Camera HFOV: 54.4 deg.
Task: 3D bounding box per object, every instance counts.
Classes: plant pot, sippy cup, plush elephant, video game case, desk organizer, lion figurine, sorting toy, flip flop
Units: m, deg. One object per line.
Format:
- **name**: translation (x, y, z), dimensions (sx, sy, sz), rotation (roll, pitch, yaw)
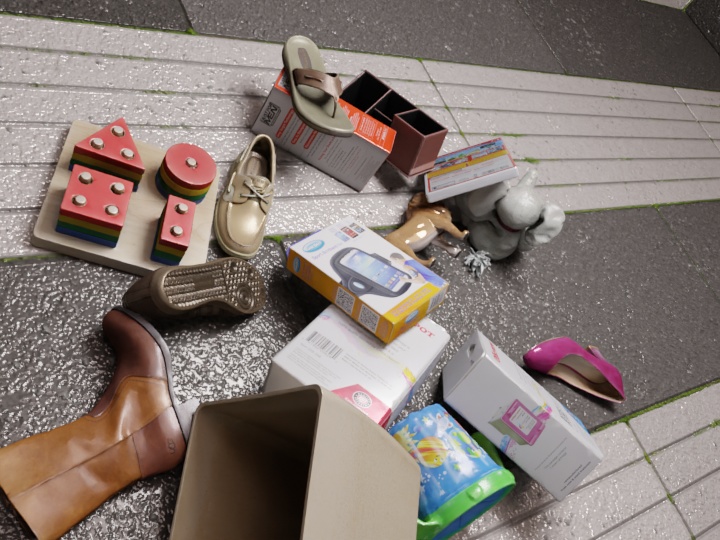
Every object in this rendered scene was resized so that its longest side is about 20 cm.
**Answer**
- **plant pot**: translation (-0.050, 0.238, 0.675), dimensions (0.177, 0.199, 0.201), rotation (26, 60, -38)
- **sippy cup**: translation (0.091, 0.238, 0.835), dimensions (0.131, 0.139, 0.178), rotation (53, 3, 26)
- **plush elephant**: translation (0.246, -0.099, 1.161), dimensions (0.164, 0.155, 0.200), rotation (33, 45, -8)
- **video game case**: translation (0.173, -0.167, 1.142), dimensions (0.200, 0.142, 0.018), rotation (-82, 153, -66)
- **desk organizer**: translation (0.043, -0.245, 1.154), dimensions (0.200, 0.077, 0.072), rotation (42, 42, 23)
- **lion figurine**: translation (0.082, -0.049, 1.075), dimensions (0.122, 0.073, 0.200), rotation (37, 48, 21)
- **sorting toy**: translation (-0.276, -0.100, 0.875), dimensions (0.199, 0.070, 0.200), rotation (17, 50, -22)
- **flip flop**: translation (-0.060, -0.274, 1.015), dimensions (0.081, 0.058, 0.201), rotation (0, 59, -33)

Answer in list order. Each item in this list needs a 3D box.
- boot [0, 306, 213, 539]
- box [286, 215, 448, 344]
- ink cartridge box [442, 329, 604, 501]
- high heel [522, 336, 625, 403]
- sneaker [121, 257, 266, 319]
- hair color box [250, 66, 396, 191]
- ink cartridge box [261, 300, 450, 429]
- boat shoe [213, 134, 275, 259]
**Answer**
- **boot**: translation (-0.279, 0.148, 0.711), dimensions (0.200, 0.068, 0.189), rotation (-27, 82, -35)
- **box**: translation (0.000, 0.000, 0.901), dimensions (0.200, 0.042, 0.119), rotation (37, 44, 23)
- **ink cartridge box**: translation (0.206, 0.185, 0.932), dimensions (0.200, 0.085, 0.145), rotation (42, 9, 0)
- **high heel**: translation (0.335, 0.162, 1.091), dimensions (0.199, 0.067, 0.096), rotation (14, 39, -41)
- **sneaker**: translation (-0.193, 0.023, 0.834), dimensions (0.200, 0.075, 0.071), rotation (8, 73, -62)
- **hair color box**: translation (-0.057, -0.216, 1.086), dimensions (0.199, 0.102, 0.061), rotation (28, 47, -14)
- **ink cartridge box**: translation (-0.002, 0.119, 0.863), dimensions (0.147, 0.086, 0.200), rotation (34, 42, 15)
- **boat shoe**: translation (-0.152, -0.106, 0.965), dimensions (0.072, 0.065, 0.201), rotation (21, 49, -20)
